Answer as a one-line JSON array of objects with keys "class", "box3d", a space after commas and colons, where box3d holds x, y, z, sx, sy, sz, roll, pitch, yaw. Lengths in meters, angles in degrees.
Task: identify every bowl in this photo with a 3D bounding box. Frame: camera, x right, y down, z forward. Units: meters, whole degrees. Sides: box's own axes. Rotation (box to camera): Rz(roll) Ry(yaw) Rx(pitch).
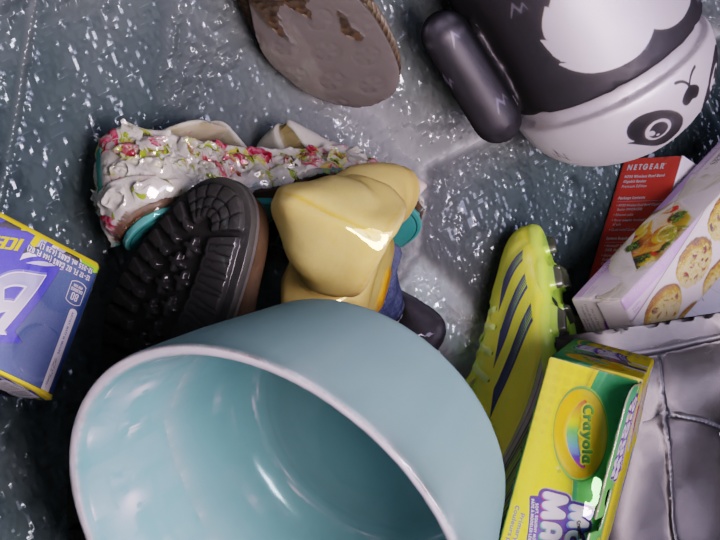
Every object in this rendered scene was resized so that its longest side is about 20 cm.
[{"class": "bowl", "box3d": [-0.016, 0.093, 1.001, 0.105, 0.200, 0.202, -44, 116, -47]}]

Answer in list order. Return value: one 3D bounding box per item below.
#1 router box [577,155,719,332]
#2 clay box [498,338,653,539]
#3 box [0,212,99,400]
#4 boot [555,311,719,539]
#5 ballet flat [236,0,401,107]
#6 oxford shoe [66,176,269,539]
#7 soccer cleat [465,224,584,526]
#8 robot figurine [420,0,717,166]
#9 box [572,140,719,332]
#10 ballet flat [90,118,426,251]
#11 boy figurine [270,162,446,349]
[{"class": "router box", "box3d": [0.212, 0.056, 1.361, 0.199, 0.049, 0.181, 30, 71, -35]}, {"class": "clay box", "box3d": [0.097, 0.095, 1.060, 0.200, 0.047, 0.116, -1, 106, -80]}, {"class": "box", "box3d": [-0.216, -0.011, 1.005, 0.199, 0.064, 0.071, 29, 72, -36]}, {"class": "boot", "box3d": [0.188, 0.123, 1.200, 0.163, 0.066, 0.202, -8, 88, -14]}, {"class": "ballet flat", "box3d": [-0.049, -0.157, 1.150, 0.200, 0.067, 0.047, 42, 33, -28]}, {"class": "oxford shoe", "box3d": [-0.077, 0.047, 1.093, 0.084, 0.073, 0.201, -4, 121, -45]}, {"class": "soccer cleat", "box3d": [0.078, 0.069, 1.243, 0.065, 0.083, 0.202, 48, 39, -61]}, {"class": "robot figurine", "box3d": [0.112, -0.151, 1.231, 0.201, 0.149, 0.125, 60, 17, -22]}, {"class": "box", "box3d": [0.192, -0.026, 1.287, 0.200, 0.039, 0.042, -43, 118, -33]}, {"class": "ballet flat", "box3d": [-0.049, -0.046, 1.142, 0.199, 0.076, 0.064, 2, 55, -44]}, {"class": "boy figurine", "box3d": [0.000, 0.000, 1.104, 0.125, 0.064, 0.200, -62, 165, -19]}]
